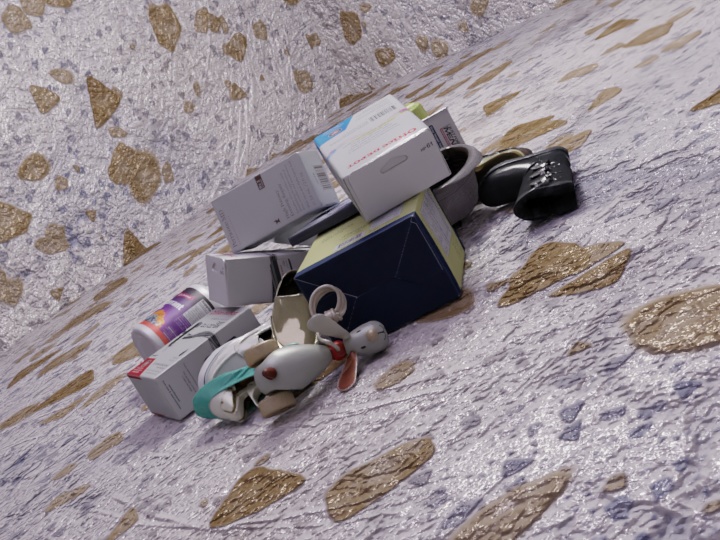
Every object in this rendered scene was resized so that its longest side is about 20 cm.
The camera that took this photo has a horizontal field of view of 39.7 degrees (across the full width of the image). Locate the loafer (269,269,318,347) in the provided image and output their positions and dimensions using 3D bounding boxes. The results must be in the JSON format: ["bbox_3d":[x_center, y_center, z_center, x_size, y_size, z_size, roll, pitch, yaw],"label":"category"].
[{"bbox_3d":[-0.102,0.070,1.483,0.075,0.069,0.201,-7,35,-6],"label":"loafer"}]

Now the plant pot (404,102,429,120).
[{"bbox_3d":[0.098,-0.209,1.888,0.199,0.185,0.201,-29,14,8],"label":"plant pot"}]

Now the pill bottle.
[{"bbox_3d":[-0.315,0.096,1.848,0.200,0.112,0.111,-39,17,-31],"label":"pill bottle"}]

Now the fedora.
[{"bbox_3d":[0.132,-0.128,1.661,0.176,0.091,0.200,-16,25,29],"label":"fedora"}]

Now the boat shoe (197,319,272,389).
[{"bbox_3d":[-0.158,0.129,1.519,0.199,0.072,0.066,-31,7,-34],"label":"boat shoe"}]

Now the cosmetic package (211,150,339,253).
[{"bbox_3d":[-0.144,-0.114,1.670,0.199,0.102,0.074,-27,-4,27],"label":"cosmetic package"}]

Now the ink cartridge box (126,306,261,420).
[{"bbox_3d":[-0.260,0.146,1.625,0.200,0.084,0.144,-37,16,-27],"label":"ink cartridge box"}]

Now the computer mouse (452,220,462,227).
[{"bbox_3d":[0.083,-0.037,1.667,0.199,0.034,0.059,-25,15,-5],"label":"computer mouse"}]

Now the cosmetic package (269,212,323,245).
[{"bbox_3d":[-0.062,-0.079,1.789,0.198,0.072,0.101,3,4,-14],"label":"cosmetic package"}]

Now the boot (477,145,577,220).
[{"bbox_3d":[0.252,-0.117,1.532,0.164,0.066,0.200,-28,19,19],"label":"boot"}]

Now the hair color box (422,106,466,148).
[{"bbox_3d":[0.087,-0.197,1.776,0.199,0.101,0.061,-29,3,1],"label":"hair color box"}]

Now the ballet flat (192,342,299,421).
[{"bbox_3d":[-0.156,0.169,1.386,0.199,0.067,0.071,-29,32,16],"label":"ballet flat"}]

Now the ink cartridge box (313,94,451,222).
[{"bbox_3d":[0.028,-0.169,1.472,0.144,0.085,0.200,-30,27,-1],"label":"ink cartridge box"}]

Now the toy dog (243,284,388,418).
[{"bbox_3d":[-0.063,0.111,1.300,0.200,0.132,0.096,-43,-6,-9],"label":"toy dog"}]

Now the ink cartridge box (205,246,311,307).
[{"bbox_3d":[-0.153,0.008,1.709,0.198,0.085,0.144,-5,5,-21],"label":"ink cartridge box"}]

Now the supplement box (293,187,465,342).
[{"bbox_3d":[0.034,-0.012,1.453,0.199,0.135,0.200,-27,15,17],"label":"supplement box"}]

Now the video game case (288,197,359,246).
[{"bbox_3d":[-0.021,-0.101,1.601,0.142,0.019,0.200,-27,7,25],"label":"video game case"}]

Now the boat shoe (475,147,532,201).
[{"bbox_3d":[0.218,-0.164,1.744,0.200,0.072,0.066,-20,5,44],"label":"boat shoe"}]
